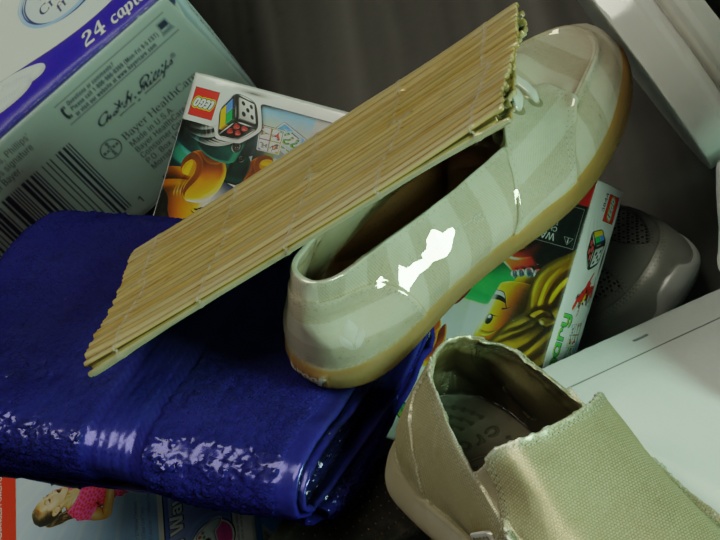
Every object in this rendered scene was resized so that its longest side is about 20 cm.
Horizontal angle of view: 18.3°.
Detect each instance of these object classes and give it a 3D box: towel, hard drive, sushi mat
[{"bbox_3d":[-0.075,0.039,0.908,0.199,0.050,0.148,7,42,27],"label":"towel"},{"bbox_3d":[0.166,0.068,0.823,0.132,0.027,0.200,-21,33,-31],"label":"hard drive"},{"bbox_3d":[-0.020,-0.030,0.841,0.200,0.012,0.096,-31,19,24],"label":"sushi mat"}]

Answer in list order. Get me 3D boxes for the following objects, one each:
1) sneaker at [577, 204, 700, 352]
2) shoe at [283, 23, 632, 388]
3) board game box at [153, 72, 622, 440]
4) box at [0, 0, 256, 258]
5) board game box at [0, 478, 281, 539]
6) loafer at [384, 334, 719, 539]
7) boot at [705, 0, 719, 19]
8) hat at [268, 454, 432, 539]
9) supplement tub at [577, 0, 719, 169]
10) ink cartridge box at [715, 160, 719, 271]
[{"bbox_3d":[0.057,-0.018,0.980,0.200,0.082,0.075,16,67,43],"label":"sneaker"},{"bbox_3d":[0.039,-0.038,0.866,0.070,0.053,0.200,19,54,36],"label":"shoe"},{"bbox_3d":[0.000,0.000,0.952,0.200,0.035,0.127,16,90,27],"label":"board game box"},{"bbox_3d":[-0.179,-0.105,1.210,0.184,0.105,0.200,-41,42,1],"label":"box"},{"bbox_3d":[-0.122,0.109,1.030,0.195,0.056,0.200,-26,45,18],"label":"board game box"},{"bbox_3d":[0.074,0.084,0.772,0.076,0.068,0.200,-25,36,-30],"label":"loafer"},{"bbox_3d":[0.228,-0.103,0.795,0.138,0.077,0.200,-47,56,2],"label":"boot"},{"bbox_3d":[0.051,0.159,0.833,0.200,0.081,0.201,-4,46,4],"label":"hat"},{"bbox_3d":[0.191,-0.151,0.942,0.200,0.145,0.146,-37,43,5],"label":"supplement tub"},{"bbox_3d":[0.212,-0.003,0.819,0.162,0.050,0.200,-18,23,17],"label":"ink cartridge box"}]
